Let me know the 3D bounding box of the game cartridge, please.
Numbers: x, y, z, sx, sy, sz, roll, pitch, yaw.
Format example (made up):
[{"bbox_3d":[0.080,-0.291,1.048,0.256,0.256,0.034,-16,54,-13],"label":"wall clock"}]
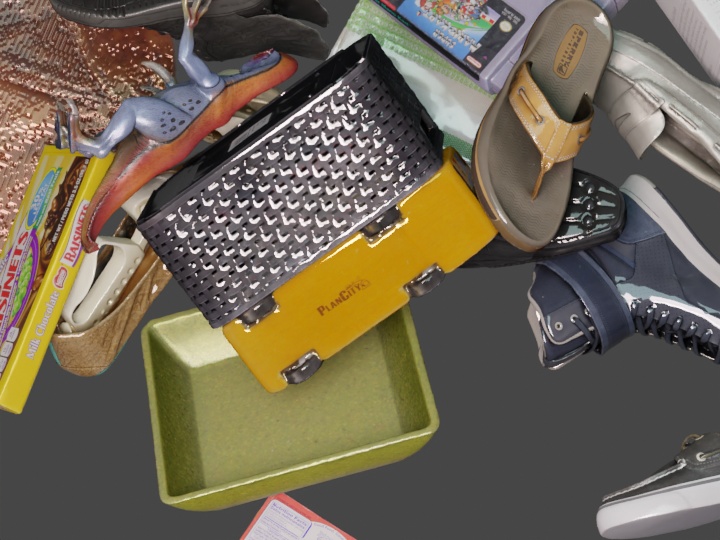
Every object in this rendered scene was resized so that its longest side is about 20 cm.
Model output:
[{"bbox_3d":[0.087,-0.218,1.724,0.200,0.038,0.130,39,81,24],"label":"game cartridge"}]

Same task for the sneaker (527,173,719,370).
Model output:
[{"bbox_3d":[0.209,0.047,1.676,0.146,0.077,0.202,-37,69,-15],"label":"sneaker"}]

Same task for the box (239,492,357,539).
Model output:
[{"bbox_3d":[-0.008,0.258,1.636,0.199,0.095,0.103,31,63,9],"label":"box"}]

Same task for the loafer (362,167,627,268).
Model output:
[{"bbox_3d":[0.099,-0.036,1.685,0.199,0.070,0.069,-2,69,22],"label":"loafer"}]

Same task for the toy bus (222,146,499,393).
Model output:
[{"bbox_3d":[0.000,0.000,1.626,0.199,0.078,0.065,-35,103,12],"label":"toy bus"}]

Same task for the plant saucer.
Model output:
[{"bbox_3d":[-0.050,0.090,1.669,0.198,0.048,0.201,-15,39,1],"label":"plant saucer"}]

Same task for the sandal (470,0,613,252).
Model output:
[{"bbox_3d":[0.136,-0.109,1.617,0.081,0.055,0.201,33,65,-16],"label":"sandal"}]

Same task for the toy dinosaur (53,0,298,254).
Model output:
[{"bbox_3d":[-0.127,-0.107,1.676,0.180,0.105,0.202,-5,78,-16],"label":"toy dinosaur"}]

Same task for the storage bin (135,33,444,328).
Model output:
[{"bbox_3d":[-0.048,-0.065,1.631,0.199,0.135,0.094,-34,101,11],"label":"storage bin"}]

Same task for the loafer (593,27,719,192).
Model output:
[{"bbox_3d":[0.215,-0.117,1.717,0.199,0.070,0.070,28,68,7],"label":"loafer"}]

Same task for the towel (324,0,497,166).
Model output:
[{"bbox_3d":[0.072,-0.185,1.769,0.148,0.031,0.201,27,80,6],"label":"towel"}]

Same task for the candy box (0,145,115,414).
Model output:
[{"bbox_3d":[-0.241,0.004,1.717,0.026,0.102,0.201,26,79,-28],"label":"candy box"}]

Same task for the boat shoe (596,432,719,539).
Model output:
[{"bbox_3d":[0.260,0.143,1.671,0.198,0.069,0.057,-15,70,-5],"label":"boat shoe"}]

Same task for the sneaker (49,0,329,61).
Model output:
[{"bbox_3d":[-0.126,-0.191,1.743,0.198,0.104,0.060,-5,64,6],"label":"sneaker"}]

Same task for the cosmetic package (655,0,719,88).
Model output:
[{"bbox_3d":[0.247,-0.235,1.726,0.074,0.102,0.201,-31,80,-3],"label":"cosmetic package"}]

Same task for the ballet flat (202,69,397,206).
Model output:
[{"bbox_3d":[-0.036,-0.088,1.731,0.199,0.069,0.070,22,81,11],"label":"ballet flat"}]

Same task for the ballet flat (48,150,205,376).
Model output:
[{"bbox_3d":[-0.169,-0.015,1.721,0.068,0.072,0.201,33,84,38],"label":"ballet flat"}]
